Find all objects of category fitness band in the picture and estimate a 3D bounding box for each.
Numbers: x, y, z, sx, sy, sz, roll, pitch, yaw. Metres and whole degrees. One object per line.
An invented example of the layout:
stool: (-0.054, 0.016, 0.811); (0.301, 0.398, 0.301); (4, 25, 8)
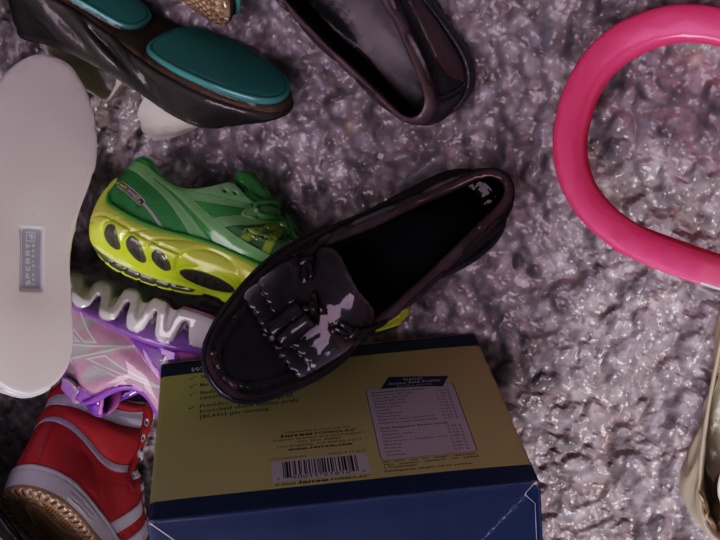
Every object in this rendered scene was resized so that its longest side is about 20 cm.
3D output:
fitness band: (0.202, -0.061, 0.804); (0.200, 0.037, 0.144); (19, 96, 12)

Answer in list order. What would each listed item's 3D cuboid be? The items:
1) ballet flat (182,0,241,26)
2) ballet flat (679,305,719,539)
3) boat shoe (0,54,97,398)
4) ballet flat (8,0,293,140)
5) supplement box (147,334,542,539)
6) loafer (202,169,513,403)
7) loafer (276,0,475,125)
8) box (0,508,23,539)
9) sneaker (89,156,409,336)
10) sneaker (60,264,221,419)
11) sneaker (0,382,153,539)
ballet flat: (-0.127, -0.228, 0.855); (0.070, 0.065, 0.200); (1, 111, 65)
ballet flat: (0.224, 0.069, 0.850); (0.069, 0.069, 0.200); (13, 114, 15)
boat shoe: (-0.200, -0.025, 0.900); (0.068, 0.072, 0.200); (-7, 85, 57)
ballet flat: (-0.127, -0.124, 0.906); (0.200, 0.068, 0.068); (32, 128, 17)
supplement box: (-0.012, 0.141, 0.855); (0.200, 0.200, 0.134); (-5, 110, -4)
loafer: (0.000, 0.000, 0.834); (0.200, 0.063, 0.072); (-34, 87, -16)
loafer: (-0.014, -0.163, 0.846); (0.072, 0.063, 0.200); (-41, 93, 28)
box: (-0.239, 0.198, 1.007); (0.050, 0.200, 0.199); (-37, 99, -16)
sneaker: (-0.059, -0.017, 0.909); (0.200, 0.084, 0.074); (21, 156, -8)
sneaker: (-0.176, 0.044, 0.964); (0.200, 0.080, 0.089); (17, 94, 13)
sneaker: (-0.170, 0.158, 1.035); (0.071, 0.113, 0.200); (-1, 140, 18)
